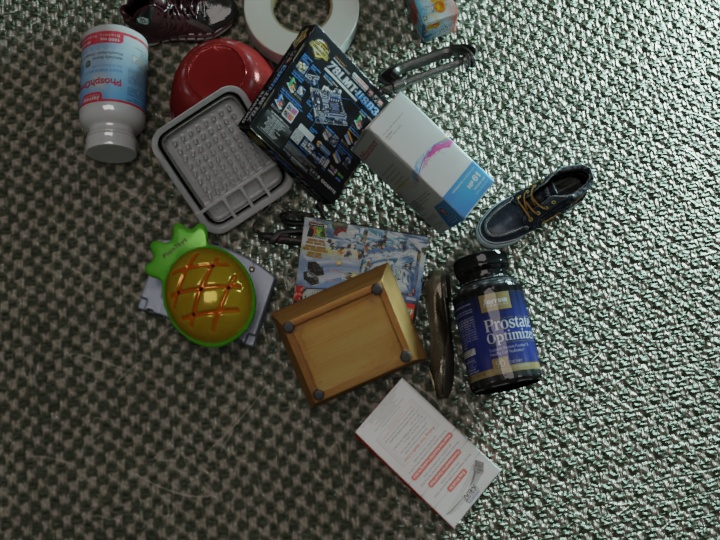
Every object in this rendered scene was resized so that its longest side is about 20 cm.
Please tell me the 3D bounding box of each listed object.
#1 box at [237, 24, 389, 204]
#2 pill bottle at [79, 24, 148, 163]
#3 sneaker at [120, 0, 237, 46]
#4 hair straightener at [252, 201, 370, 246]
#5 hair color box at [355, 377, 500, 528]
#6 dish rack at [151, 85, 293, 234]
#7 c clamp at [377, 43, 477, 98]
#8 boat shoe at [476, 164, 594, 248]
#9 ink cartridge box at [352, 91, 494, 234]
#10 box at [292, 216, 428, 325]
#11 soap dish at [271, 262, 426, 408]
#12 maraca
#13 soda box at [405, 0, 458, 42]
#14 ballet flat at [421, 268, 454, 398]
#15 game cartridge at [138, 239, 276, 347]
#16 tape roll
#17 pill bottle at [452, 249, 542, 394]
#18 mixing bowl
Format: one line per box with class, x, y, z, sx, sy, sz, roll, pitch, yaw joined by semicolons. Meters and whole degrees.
box;-0.066;-0.244;1.410;0.199;0.049;0.201;40;74;-33
pill bottle;-0.403;-0.286;1.453;0.106;0.109;0.205;-2;76;0
sneaker;-0.306;-0.434;1.485;0.196;0.116;0.077;-14;76;-2
hair straightener;-0.078;-0.071;1.435;0.195;0.041;0.079;4;76;7
hair color box;0.098;0.272;1.329;0.200;0.064;0.111;42;79;12
dish rack;-0.217;-0.177;1.406;0.170;0.044;0.202;-32;120;0
c clamp;0.109;-0.323;1.443;0.197;0.171;0.028;-24;116;-11
boat shoe;0.273;-0.107;1.406;0.197;0.091;0.072;-28;77;-6
ink cartridge box;0.092;-0.163;1.374;0.199;0.144;0.085;42;79;-4
box;0.000;0.000;1.387;0.195;0.040;0.140;10;95;1
soap dish;-0.018;0.101;1.335;0.197;0.081;0.160;-23;95;4
maraca;-0.240;0.021;1.339;0.136;0.107;0.201;-37;78;-8
soda box;0.104;-0.498;1.521;0.067;0.064;0.204;-17;75;-3
ballet flat;0.117;0.096;1.374;0.045;0.067;0.205;-5;73;14
game cartridge;-0.239;0.029;1.410;0.196;0.041;0.136;18;80;5
tape roll;-0.099;-0.440;1.515;0.198;0.037;0.207;1;71;-2
pill bottle;0.201;0.078;1.350;0.109;0.112;0.204;-11;76;-2
mixing bowl;-0.226;-0.299;1.455;0.195;0.109;0.205;0;77;1
